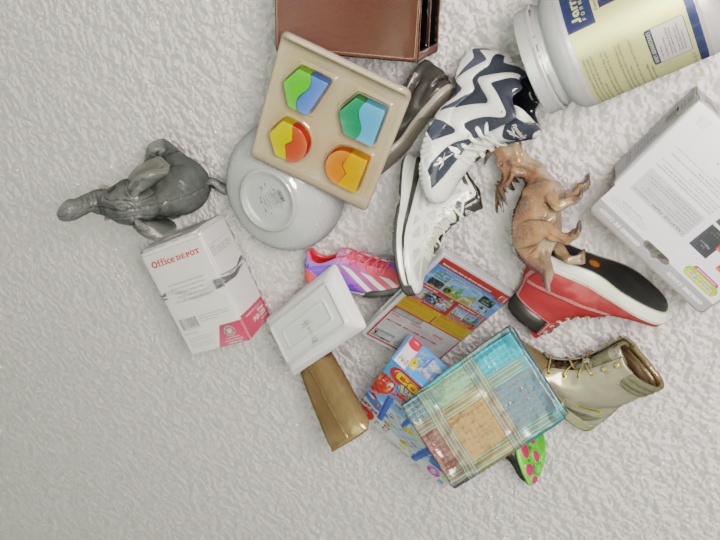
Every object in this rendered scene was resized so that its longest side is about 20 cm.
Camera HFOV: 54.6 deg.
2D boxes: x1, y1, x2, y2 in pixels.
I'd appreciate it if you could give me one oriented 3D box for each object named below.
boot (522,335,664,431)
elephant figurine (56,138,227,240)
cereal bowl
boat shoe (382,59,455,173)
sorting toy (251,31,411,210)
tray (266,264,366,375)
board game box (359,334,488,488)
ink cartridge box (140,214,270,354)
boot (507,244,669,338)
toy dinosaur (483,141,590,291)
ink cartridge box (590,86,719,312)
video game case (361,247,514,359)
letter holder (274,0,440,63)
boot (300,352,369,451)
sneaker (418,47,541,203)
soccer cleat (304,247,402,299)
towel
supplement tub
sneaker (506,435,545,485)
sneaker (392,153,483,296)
[{"bbox_3d":[0.305,0.135,0.981,0.198,0.073,0.155,35,137,-9],"label":"boot"},{"bbox_3d":[-0.335,-0.110,1.088,0.154,0.200,0.142,-35,98,32],"label":"elephant figurine"},{"bbox_3d":[-0.125,-0.120,1.063,0.195,0.083,0.205,10,117,20],"label":"cereal bowl"},{"bbox_3d":[0.050,-0.200,0.961,0.057,0.066,0.200,52,124,11],"label":"boat shoe"},{"bbox_3d":[-0.047,-0.188,0.924,0.182,0.037,0.202,25,130,2],"label":"sorting toy"},{"bbox_3d":[-0.079,0.084,1.096,0.199,0.022,0.109,-37,78,40],"label":"tray"},{"bbox_3d":[0.106,0.226,1.094,0.199,0.056,0.197,41,145,9],"label":"board game box"},{"bbox_3d":[-0.264,0.025,1.193,0.143,0.085,0.204,-15,110,28],"label":"ink cartridge box"},{"bbox_3d":[0.311,0.054,0.970,0.196,0.073,0.147,25,128,12],"label":"boot"},{"bbox_3d":[0.223,-0.070,0.905,0.132,0.085,0.206,1,80,26],"label":"toy dinosaur"},{"bbox_3d":[0.410,-0.082,0.845,0.200,0.084,0.176,43,123,0],"label":"ink cartridge box"},{"bbox_3d":[0.113,0.063,1.050,0.141,0.018,0.200,28,127,-24],"label":"video game case"},{"bbox_3d":[-0.003,-0.353,0.886,0.195,0.101,0.146,10,116,19],"label":"letter holder"},{"bbox_3d":[-0.036,0.169,1.136,0.175,0.065,0.203,-43,69,45],"label":"boot"},{"bbox_3d":[0.158,-0.166,0.865,0.129,0.079,0.203,29,94,42],"label":"sneaker"},{"bbox_3d":[0.000,0.000,1.079,0.195,0.068,0.075,-1,105,25],"label":"soccer cleat"},{"bbox_3d":[0.171,0.194,0.977,0.198,0.022,0.148,-36,84,13],"label":"towel"},{"bbox_3d":[0.284,-0.272,0.771,0.197,0.145,0.147,-20,106,29],"label":"supplement tub"},{"bbox_3d":[0.226,0.253,1.107,0.202,0.077,0.083,56,148,-11],"label":"sneaker"},{"bbox_3d":[0.107,-0.066,0.945,0.112,0.076,0.206,0,73,18],"label":"sneaker"}]
